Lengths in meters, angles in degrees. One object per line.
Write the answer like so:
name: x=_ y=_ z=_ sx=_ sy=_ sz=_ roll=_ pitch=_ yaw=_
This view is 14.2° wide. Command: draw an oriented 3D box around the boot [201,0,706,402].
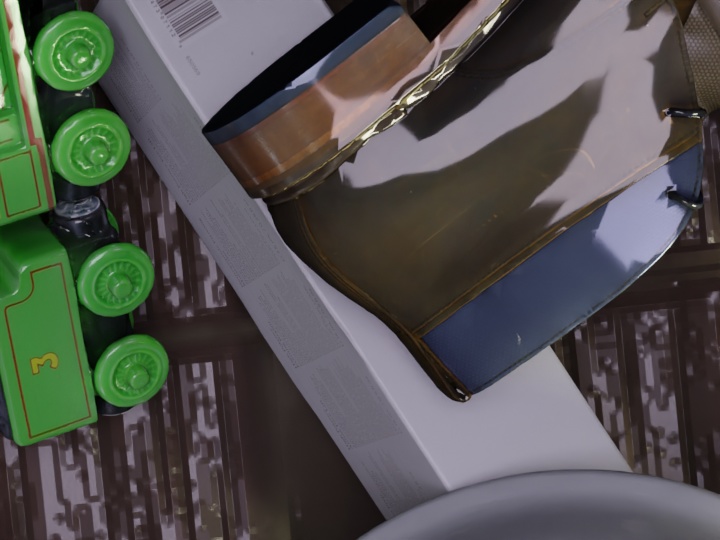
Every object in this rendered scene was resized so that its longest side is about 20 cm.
boot: x=0.068 y=-0.054 z=0.731 sx=0.200 sy=0.075 sz=0.097 roll=-34 pitch=101 yaw=4

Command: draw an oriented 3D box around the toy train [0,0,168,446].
toy train: x=-0.093 y=-0.042 z=0.771 sx=0.056 sy=0.042 sz=0.200 roll=-19 pitch=122 yaw=-18

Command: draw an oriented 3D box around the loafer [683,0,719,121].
loafer: x=0.027 y=-0.101 z=0.800 sx=0.200 sy=0.076 sz=0.067 roll=40 pitch=93 yaw=7

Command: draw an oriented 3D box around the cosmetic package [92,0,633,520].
cosmetic package: x=0.000 y=0.000 z=0.791 sx=0.051 sy=0.083 sz=0.200 roll=-34 pitch=92 yaw=-17

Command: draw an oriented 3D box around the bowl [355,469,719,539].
bowl: x=0.053 y=0.152 z=0.704 sx=0.201 sy=0.090 sz=0.201 roll=0 pitch=91 yaw=4
